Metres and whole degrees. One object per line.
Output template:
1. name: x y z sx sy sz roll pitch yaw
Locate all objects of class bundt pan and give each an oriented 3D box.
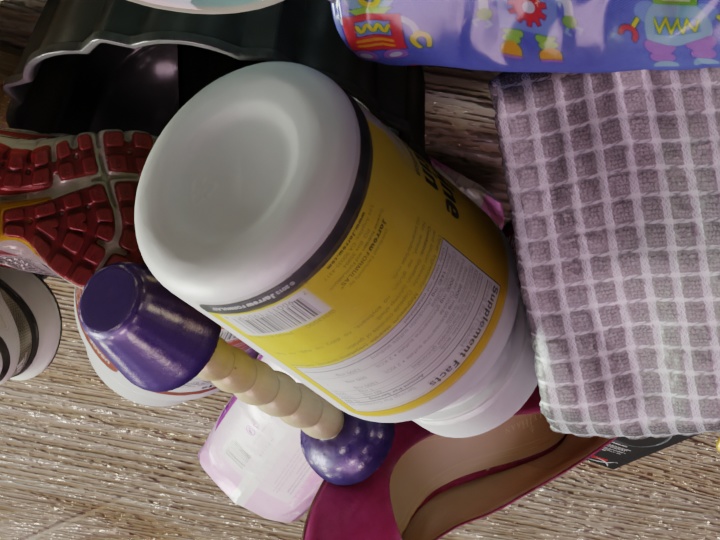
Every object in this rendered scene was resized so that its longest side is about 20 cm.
1. bundt pan: -0.060 -0.088 1.142 0.202 0.076 0.202 9 156 4

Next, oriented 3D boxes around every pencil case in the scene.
1. pencil case: 0.084 -0.124 0.998 0.200 0.078 0.087 3 129 20

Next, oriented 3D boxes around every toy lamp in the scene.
1. toy lamp: -0.057 0.046 1.132 0.058 0.058 0.200 -4 158 31

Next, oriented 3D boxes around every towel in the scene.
1. towel: 0.148 -0.022 1.070 0.166 0.086 0.200 -3 116 20

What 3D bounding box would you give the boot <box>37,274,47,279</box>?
1. boot: -0.211 -0.032 1.296 0.200 0.069 0.174 5 -173 22

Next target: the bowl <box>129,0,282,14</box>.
1. bowl: -0.063 -0.169 0.925 0.201 0.105 0.201 8 158 3

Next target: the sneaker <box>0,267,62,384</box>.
1. sneaker: -0.248 -0.002 1.156 0.200 0.076 0.115 28 -160 17

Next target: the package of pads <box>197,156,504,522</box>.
1. package of pads: -0.006 0.039 1.297 0.076 0.121 0.200 36 141 2

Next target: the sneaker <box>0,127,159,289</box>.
1. sneaker: -0.147 -0.035 1.139 0.200 0.078 0.082 13 180 -11

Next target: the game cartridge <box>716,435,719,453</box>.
1. game cartridge: 0.280 0.068 1.172 0.176 0.032 0.200 38 136 16

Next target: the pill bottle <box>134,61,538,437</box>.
1. pill bottle: 0.000 0.000 1.082 0.112 0.112 0.200 -6 152 34

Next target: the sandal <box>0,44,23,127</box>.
1. sandal: -0.243 -0.085 1.237 0.212 0.070 0.078 13 157 -5

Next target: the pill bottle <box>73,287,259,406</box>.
1. pill bottle: -0.095 0.004 1.325 0.112 0.112 0.200 14 157 -9

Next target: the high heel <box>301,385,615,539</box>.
1. high heel: 0.055 0.107 1.239 0.096 0.067 0.200 1 -161 38

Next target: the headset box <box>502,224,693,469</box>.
1. headset box: 0.133 0.034 1.339 0.149 0.077 0.200 19 154 -20
